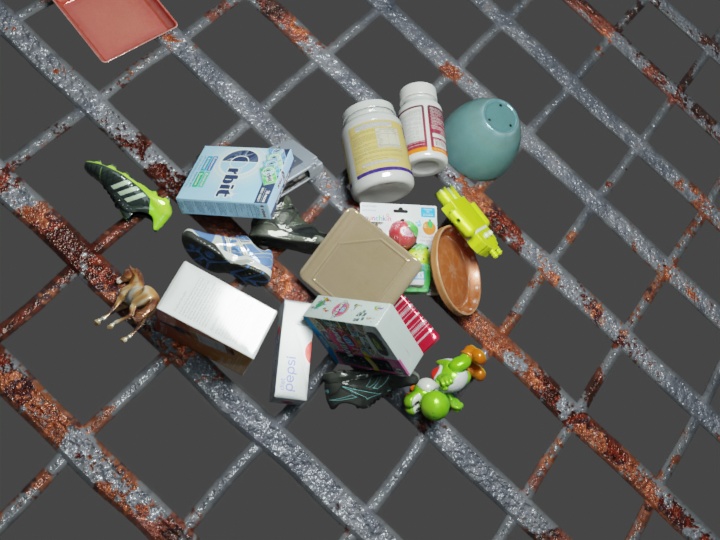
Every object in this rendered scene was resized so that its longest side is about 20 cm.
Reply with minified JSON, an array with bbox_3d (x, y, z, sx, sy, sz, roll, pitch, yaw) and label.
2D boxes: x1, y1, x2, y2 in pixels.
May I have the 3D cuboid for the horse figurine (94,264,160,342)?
[{"bbox_3d":[-0.429,0.063,1.322,0.133,0.199,0.050,-48,125,-23],"label":"horse figurine"}]

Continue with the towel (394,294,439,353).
[{"bbox_3d":[0.053,0.116,1.480,0.145,0.022,0.200,-43,86,8],"label":"towel"}]

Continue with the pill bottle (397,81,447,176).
[{"bbox_3d":[0.144,-0.333,1.664,0.108,0.110,0.202,2,70,-16],"label":"pill bottle"}]

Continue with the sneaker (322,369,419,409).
[{"bbox_3d":[0.022,0.238,1.433,0.197,0.075,0.080,-4,83,4],"label":"sneaker"}]

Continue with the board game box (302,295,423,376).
[{"bbox_3d":[0.004,0.126,1.377,0.064,0.199,0.148,-53,127,-29],"label":"board game box"}]

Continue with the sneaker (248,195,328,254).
[{"bbox_3d":[-0.134,-0.100,1.510,0.197,0.076,0.116,11,68,-13],"label":"sneaker"}]

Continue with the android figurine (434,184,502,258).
[{"bbox_3d":[0.251,-0.109,1.607,0.201,0.041,0.182,52,23,8],"label":"android figurine"}]

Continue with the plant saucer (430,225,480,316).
[{"bbox_3d":[0.207,0.001,1.555,0.200,0.032,0.203,25,59,-50],"label":"plant saucer"}]

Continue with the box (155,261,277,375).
[{"bbox_3d":[-0.279,0.096,1.351,0.198,0.152,0.107,28,65,-5],"label":"box"}]

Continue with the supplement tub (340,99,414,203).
[{"bbox_3d":[0.034,-0.264,1.585,0.144,0.145,0.202,-4,72,-19],"label":"supplement tub"}]

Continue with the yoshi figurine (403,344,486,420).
[{"bbox_3d":[0.186,0.248,1.470,0.199,0.112,0.113,-31,88,-21],"label":"yoshi figurine"}]

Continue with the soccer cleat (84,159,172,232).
[{"bbox_3d":[-0.480,-0.153,1.431,0.199,0.068,0.082,30,77,-5],"label":"soccer cleat"}]

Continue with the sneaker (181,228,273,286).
[{"bbox_3d":[-0.272,-0.037,1.455,0.198,0.076,0.078,26,52,-13],"label":"sneaker"}]

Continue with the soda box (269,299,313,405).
[{"bbox_3d":[-0.137,0.165,1.420,0.067,0.063,0.202,10,68,-14],"label":"soda box"}]

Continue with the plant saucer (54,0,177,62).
[{"bbox_3d":[-0.547,-0.569,1.574,0.199,0.037,0.200,-38,85,-26],"label":"plant saucer"}]

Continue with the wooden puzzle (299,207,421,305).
[{"bbox_3d":[0.000,0.000,1.466,0.199,0.037,0.186,39,95,9],"label":"wooden puzzle"}]

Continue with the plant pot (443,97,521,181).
[{"bbox_3d":[0.309,-0.338,1.703,0.198,0.135,0.203,6,69,-15],"label":"plant pot"}]

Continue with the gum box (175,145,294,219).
[{"bbox_3d":[-0.255,-0.185,1.451,0.197,0.045,0.171,5,49,13],"label":"gum box"}]

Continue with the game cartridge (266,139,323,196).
[{"bbox_3d":[-0.195,-0.207,1.517,0.199,0.042,0.133,-34,46,-21],"label":"game cartridge"}]

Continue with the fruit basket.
[{"bbox_3d":[0.089,-0.047,1.538,0.183,0.094,0.203,2,88,-17],"label":"fruit basket"}]
